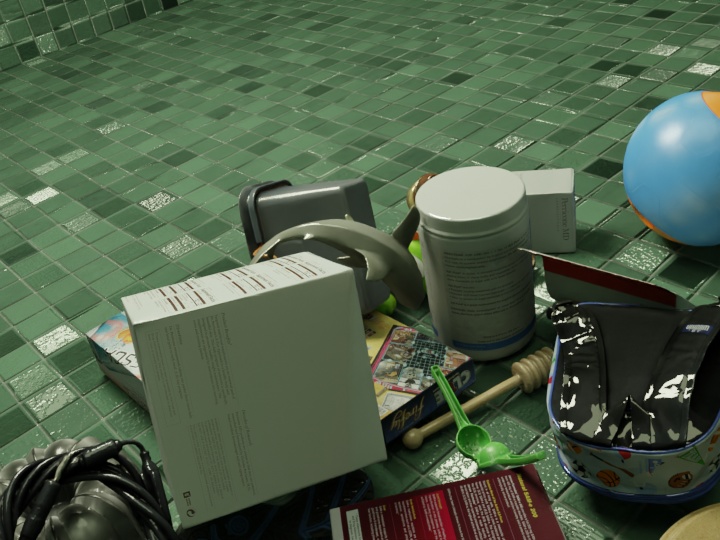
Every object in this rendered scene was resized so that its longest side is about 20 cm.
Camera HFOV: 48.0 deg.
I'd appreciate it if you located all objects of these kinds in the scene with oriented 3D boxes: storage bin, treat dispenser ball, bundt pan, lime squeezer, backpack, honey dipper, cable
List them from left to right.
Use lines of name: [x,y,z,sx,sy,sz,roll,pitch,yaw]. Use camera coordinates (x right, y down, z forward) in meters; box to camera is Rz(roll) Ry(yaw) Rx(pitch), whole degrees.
bundt pan: [-0.314,0.249,0.831,0.200,0.076,0.202,-9,33,6]
cable: [-0.248,0.259,0.734,0.162,0.051,0.201,-10,69,-24]
storage bin: [-0.052,-0.022,1.002,0.133,0.202,0.145,-10,8,25]
honey dipper: [0.134,0.145,0.891,0.199,0.038,0.038,-26,36,-17]
lime squeezer: [0.125,0.163,0.794,0.037,0.071,0.200,2,15,-23]
backpack: [0.265,0.127,0.770,0.199,0.155,0.191,-3,30,32]
treat dispenser ball: [0.448,-0.133,1.058,0.199,0.202,0.201,-8,33,5]

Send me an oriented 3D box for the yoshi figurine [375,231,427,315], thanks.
yoshi figurine: [0.051,0.006,1.096,0.199,0.113,0.112,-11,-11,27]

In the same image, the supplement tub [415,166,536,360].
supplement tub: [0.139,-0.006,0.961,0.131,0.201,0.132,-7,33,5]

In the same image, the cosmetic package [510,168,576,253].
cosmetic package: [0.204,-0.081,1.149,0.198,0.102,0.074,-2,35,17]

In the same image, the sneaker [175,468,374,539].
sneaker: [-0.084,0.239,0.796,0.198,0.076,0.077,-16,10,-6]

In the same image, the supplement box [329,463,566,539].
supplement box: [0.078,0.251,0.721,0.198,0.061,0.109,-12,32,0]

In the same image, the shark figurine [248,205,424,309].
shark figurine: [-0.013,-0.014,0.886,0.213,0.129,0.090,15,37,-12]

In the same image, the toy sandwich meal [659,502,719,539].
toy sandwich meal: [0.321,0.264,0.628,0.203,0.071,0.206,-10,37,7]

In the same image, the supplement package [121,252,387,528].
supplement package: [-0.104,0.102,0.776,0.198,0.193,0.147,-14,13,-18]

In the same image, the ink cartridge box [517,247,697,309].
ink cartridge box: [0.279,0.031,0.901,0.161,0.051,0.199,19,4,37]

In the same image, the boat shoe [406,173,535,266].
boat shoe: [0.151,-0.057,1.073,0.200,0.068,0.072,37,71,-2]

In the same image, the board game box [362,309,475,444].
board game box: [0.019,0.115,0.947,0.135,0.035,0.199,-29,30,-25]

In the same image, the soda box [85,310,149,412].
soda box: [-0.262,0.125,1.005,0.063,0.069,0.199,-34,40,-31]
